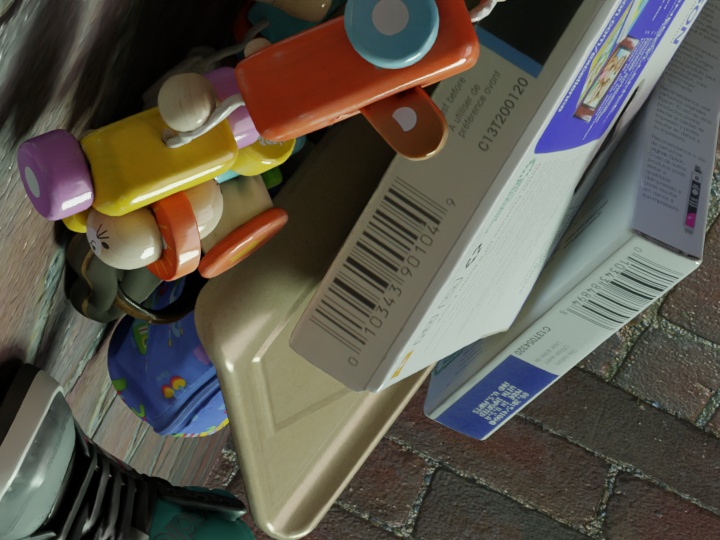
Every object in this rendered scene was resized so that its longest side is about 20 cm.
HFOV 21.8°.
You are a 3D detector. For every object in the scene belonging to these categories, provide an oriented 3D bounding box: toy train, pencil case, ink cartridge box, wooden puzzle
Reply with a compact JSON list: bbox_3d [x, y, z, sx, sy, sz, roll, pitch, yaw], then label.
[{"bbox_3d":[-0.014,-0.102,0.785,0.150,0.056,0.200,-43,-176,20],"label":"toy train"},{"bbox_3d":[-0.062,0.025,0.902,0.200,0.078,0.087,-39,-156,61],"label":"pencil case"},{"bbox_3d":[-0.019,-0.039,0.568,0.150,0.056,0.200,-22,-178,0],"label":"toy train"},{"bbox_3d":[0.105,-0.045,0.884,0.196,0.043,0.200,-48,-159,54],"label":"ink cartridge box"},{"bbox_3d":[0.000,0.000,0.764,0.185,0.037,0.200,-53,158,-21],"label":"wooden puzzle"},{"bbox_3d":[0.066,-0.055,0.701,0.198,0.043,0.200,-60,167,13],"label":"ink cartridge box"}]

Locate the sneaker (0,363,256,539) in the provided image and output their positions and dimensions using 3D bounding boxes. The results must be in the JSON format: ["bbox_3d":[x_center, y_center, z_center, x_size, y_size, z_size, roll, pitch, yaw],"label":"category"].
[{"bbox_3d":[-0.101,0.108,0.765,0.084,0.121,0.200,-64,179,-16],"label":"sneaker"}]

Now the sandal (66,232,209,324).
[{"bbox_3d":[-0.077,-0.014,0.756,0.082,0.054,0.200,-64,-177,-11],"label":"sandal"}]

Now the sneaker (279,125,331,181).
[{"bbox_3d":[-0.044,-0.075,0.939,0.200,0.075,0.106,149,-37,-74],"label":"sneaker"}]

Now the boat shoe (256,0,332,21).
[{"bbox_3d":[-0.005,-0.156,0.676,0.200,0.064,0.071,-63,179,-41],"label":"boat shoe"}]
